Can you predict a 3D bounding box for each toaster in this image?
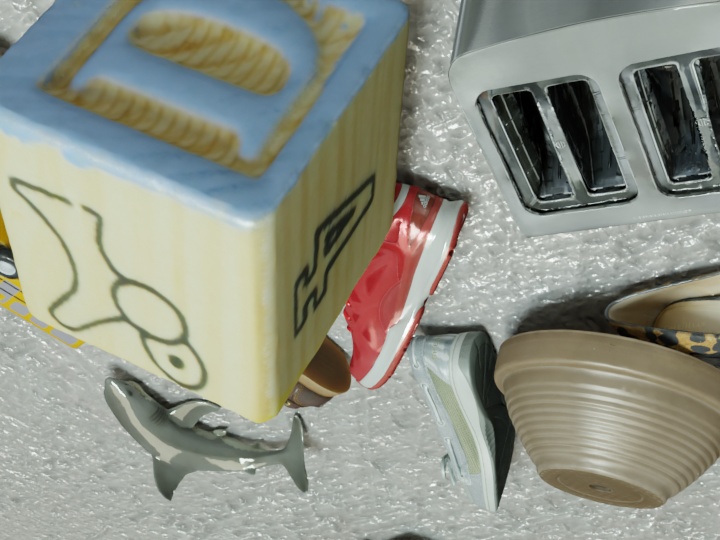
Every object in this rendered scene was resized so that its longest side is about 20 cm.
[{"bbox_3d":[0.159,-0.119,0.727,0.179,0.119,0.201,-7,137,25],"label":"toaster"}]

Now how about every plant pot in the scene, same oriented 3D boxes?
[{"bbox_3d":[0.194,0.125,0.997,0.199,0.094,0.201,15,161,6],"label":"plant pot"}]

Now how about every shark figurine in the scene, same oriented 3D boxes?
[{"bbox_3d":[-0.153,0.184,1.241,0.212,0.090,0.129,17,144,0],"label":"shark figurine"}]

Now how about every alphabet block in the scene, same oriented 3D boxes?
[{"bbox_3d":[-0.094,-0.063,0.791,0.194,0.197,0.201,24,145,14],"label":"alphabet block"}]

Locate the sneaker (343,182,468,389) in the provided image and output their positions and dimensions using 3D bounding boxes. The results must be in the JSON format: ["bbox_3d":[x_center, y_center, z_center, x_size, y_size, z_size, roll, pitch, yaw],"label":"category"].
[{"bbox_3d":[0.000,0.000,0.982,0.115,0.079,0.201,25,130,1],"label":"sneaker"}]

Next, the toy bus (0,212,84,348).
[{"bbox_3d":[-0.261,0.003,1.066,0.199,0.066,0.078,35,139,-24],"label":"toy bus"}]

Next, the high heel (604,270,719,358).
[{"bbox_3d":[0.260,0.015,0.893,0.141,0.072,0.200,10,152,-3],"label":"high heel"}]

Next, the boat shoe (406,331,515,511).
[{"bbox_3d":[0.090,0.130,1.104,0.064,0.075,0.203,4,137,23],"label":"boat shoe"}]

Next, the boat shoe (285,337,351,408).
[{"bbox_3d":[-0.093,0.057,1.071,0.070,0.071,0.200,-21,130,32],"label":"boat shoe"}]

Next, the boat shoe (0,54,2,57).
[{"bbox_3d":[-0.326,-0.109,0.947,0.066,0.072,0.201,53,131,6],"label":"boat shoe"}]
